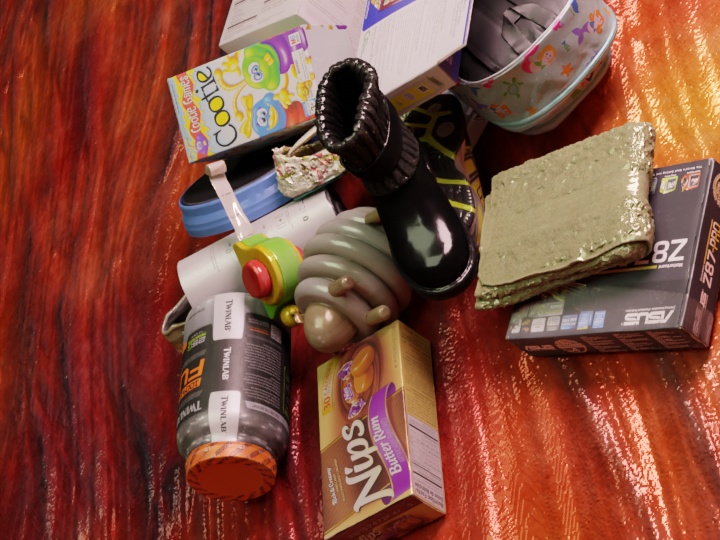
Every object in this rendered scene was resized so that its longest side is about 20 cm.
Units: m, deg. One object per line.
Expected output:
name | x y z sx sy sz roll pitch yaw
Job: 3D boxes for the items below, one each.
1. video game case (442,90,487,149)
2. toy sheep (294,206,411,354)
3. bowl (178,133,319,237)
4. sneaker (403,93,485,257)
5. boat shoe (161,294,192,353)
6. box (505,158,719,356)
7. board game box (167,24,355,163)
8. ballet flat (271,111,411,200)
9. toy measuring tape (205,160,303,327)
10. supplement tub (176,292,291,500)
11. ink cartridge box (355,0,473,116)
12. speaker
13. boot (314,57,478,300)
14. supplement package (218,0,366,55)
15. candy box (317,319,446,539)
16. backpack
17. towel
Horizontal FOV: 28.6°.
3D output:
video game case | 0.106 -0.229 1.598 0.181 0.023 0.202 22 82 53
toy sheep | 0.000 0.000 1.468 0.137 0.138 0.201 -1 48 48
bowl | -0.128 -0.108 1.681 0.198 0.040 0.201 -25 18 9
sneaker | 0.088 -0.096 1.467 0.074 0.077 0.202 -15 53 16
boat shoe | -0.156 0.020 1.677 0.201 0.068 0.075 -52 37 7
box | 0.233 -0.007 1.271 0.198 0.049 0.163 -7 61 48
board game box | -0.107 -0.203 1.630 0.198 0.104 0.105 -16 90 32
ballet flat | -0.010 -0.144 1.547 0.198 0.064 0.076 -27 17 8
toy measuring tape | -0.106 -0.034 1.515 0.073 0.073 0.202 -28 84 32
supplement tub | -0.136 0.136 1.526 0.122 0.122 0.202 -29 45 32
ink cartridge box | 0.069 -0.261 1.406 0.199 0.047 0.200 -20 52 50
speaker | -0.106 -0.018 1.593 0.198 0.081 0.082 -28 43 9
boot | 0.030 -0.085 1.335 0.079 0.158 0.213 -30 56 7
supplement package | -0.052 -0.338 1.748 0.149 0.151 0.203 -12 56 44
candy box | 0.017 0.164 1.388 0.116 0.056 0.202 -31 43 31
backpack | 0.164 -0.229 1.418 0.178 0.150 0.200 -46 26 2
towel | 0.185 -0.049 1.289 0.199 0.036 0.150 -23 46 41
